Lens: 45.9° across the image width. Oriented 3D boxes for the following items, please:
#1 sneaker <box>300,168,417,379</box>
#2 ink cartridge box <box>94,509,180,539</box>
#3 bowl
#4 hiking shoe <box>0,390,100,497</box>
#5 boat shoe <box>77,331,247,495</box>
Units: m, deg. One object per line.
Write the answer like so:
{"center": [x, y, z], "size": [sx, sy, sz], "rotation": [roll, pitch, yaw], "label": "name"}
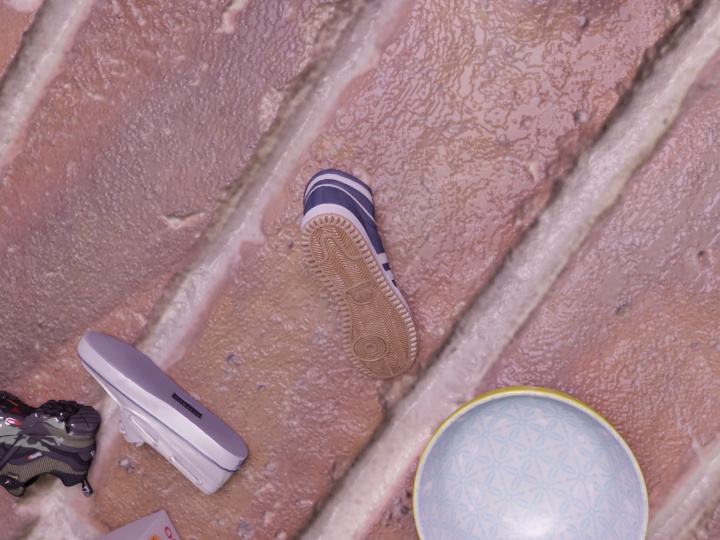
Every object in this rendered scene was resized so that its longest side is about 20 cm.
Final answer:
{"center": [0.000, 0.000, 0.782], "size": [0.069, 0.109, 0.202], "rotation": [-18, 126, 9], "label": "sneaker"}
{"center": [-0.244, 0.354, 0.804], "size": [0.143, 0.200, 0.149], "rotation": [-26, 94, 10], "label": "ink cartridge box"}
{"center": [0.149, 0.190, 0.761], "size": [0.197, 0.108, 0.204], "rotation": [2, 100, 9], "label": "bowl"}
{"center": [-0.365, 0.179, 0.859], "size": [0.197, 0.076, 0.102], "rotation": [7, 97, 7], "label": "hiking shoe"}
{"center": [-0.205, 0.142, 0.828], "size": [0.199, 0.074, 0.066], "rotation": [40, 99, 2], "label": "boat shoe"}
